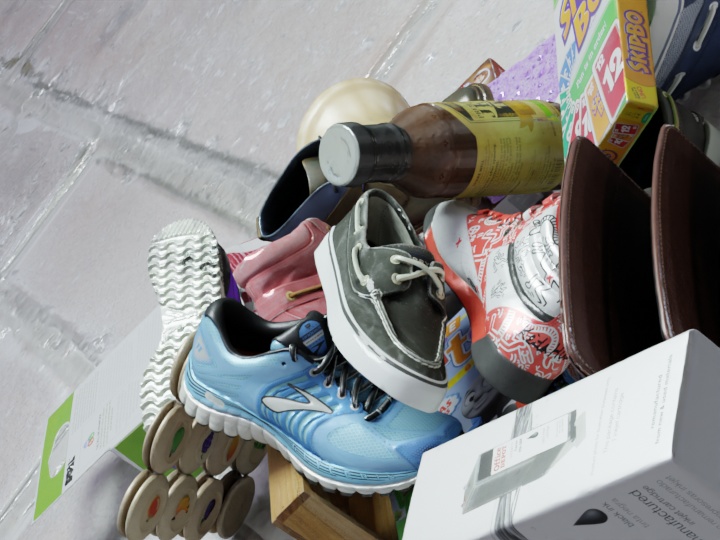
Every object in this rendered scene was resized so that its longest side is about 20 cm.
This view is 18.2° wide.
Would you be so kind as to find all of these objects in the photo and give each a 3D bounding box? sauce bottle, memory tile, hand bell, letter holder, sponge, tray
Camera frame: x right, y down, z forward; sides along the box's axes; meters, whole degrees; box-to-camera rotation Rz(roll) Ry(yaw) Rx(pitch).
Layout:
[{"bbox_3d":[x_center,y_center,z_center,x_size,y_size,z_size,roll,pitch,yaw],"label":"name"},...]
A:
[{"bbox_3d":[0.061,-0.079,1.468,0.065,0.199,0.065,6,98,47],"label":"sauce bottle"},{"bbox_3d":[-0.103,0.119,1.577,0.154,0.017,0.200,-69,-19,2],"label":"memory tile"},{"bbox_3d":[0.036,-0.075,1.677,0.104,0.104,0.200,-53,28,-2],"label":"hand bell"},{"bbox_3d":[0.191,-0.006,1.257,0.100,0.142,0.200,-37,27,31],"label":"letter holder"},{"bbox_3d":[0.153,-0.139,1.621,0.200,0.030,0.112,-39,26,9],"label":"sponge"},{"bbox_3d":[-0.017,0.123,1.506,0.037,0.099,0.200,-45,24,21],"label":"tray"}]

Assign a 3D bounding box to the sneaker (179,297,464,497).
[{"bbox_3d":[-0.027,0.075,1.412,0.078,0.199,0.090,-41,-36,-52],"label":"sneaker"}]

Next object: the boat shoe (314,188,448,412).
[{"bbox_3d":[0.018,0.013,1.410,0.064,0.070,0.200,-56,29,20],"label":"boat shoe"}]

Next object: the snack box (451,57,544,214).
[{"bbox_3d":[0.093,-0.087,1.698,0.072,0.024,0.200,-45,25,20],"label":"snack box"}]

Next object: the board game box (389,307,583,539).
[{"bbox_3d":[0.078,0.095,1.454,0.151,0.037,0.200,-45,23,16],"label":"board game box"}]

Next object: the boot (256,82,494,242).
[{"bbox_3d":[0.010,-0.066,1.578,0.200,0.097,0.075,-49,43,39],"label":"boot"}]

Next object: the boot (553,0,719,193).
[{"bbox_3d":[0.198,-0.124,1.519,0.200,0.090,0.073,116,144,-44],"label":"boot"}]

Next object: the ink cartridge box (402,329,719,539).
[{"bbox_3d":[0.139,0.131,1.153,0.200,0.147,0.083,-30,33,42],"label":"ink cartridge box"}]

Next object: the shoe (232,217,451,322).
[{"bbox_3d":[0.000,0.000,1.552,0.200,0.091,0.071,-26,-9,-46],"label":"shoe"}]

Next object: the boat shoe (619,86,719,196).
[{"bbox_3d":[0.178,-0.031,1.419,0.072,0.061,0.202,-29,32,40],"label":"boat shoe"}]

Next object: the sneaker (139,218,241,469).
[{"bbox_3d":[-0.114,0.068,1.678,0.069,0.100,0.201,-9,56,13],"label":"sneaker"}]

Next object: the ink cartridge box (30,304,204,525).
[{"bbox_3d":[-0.174,0.120,1.828,0.200,0.076,0.148,-43,25,23],"label":"ink cartridge box"}]

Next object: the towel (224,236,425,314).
[{"bbox_3d":[-0.029,-0.009,1.745,0.144,0.023,0.200,-26,23,-3],"label":"towel"}]

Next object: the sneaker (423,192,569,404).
[{"bbox_3d":[0.106,-0.013,1.414,0.108,0.067,0.202,-53,27,21],"label":"sneaker"}]

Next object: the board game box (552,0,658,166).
[{"bbox_3d":[0.155,-0.155,1.452,0.096,0.030,0.201,120,158,-50],"label":"board game box"}]
